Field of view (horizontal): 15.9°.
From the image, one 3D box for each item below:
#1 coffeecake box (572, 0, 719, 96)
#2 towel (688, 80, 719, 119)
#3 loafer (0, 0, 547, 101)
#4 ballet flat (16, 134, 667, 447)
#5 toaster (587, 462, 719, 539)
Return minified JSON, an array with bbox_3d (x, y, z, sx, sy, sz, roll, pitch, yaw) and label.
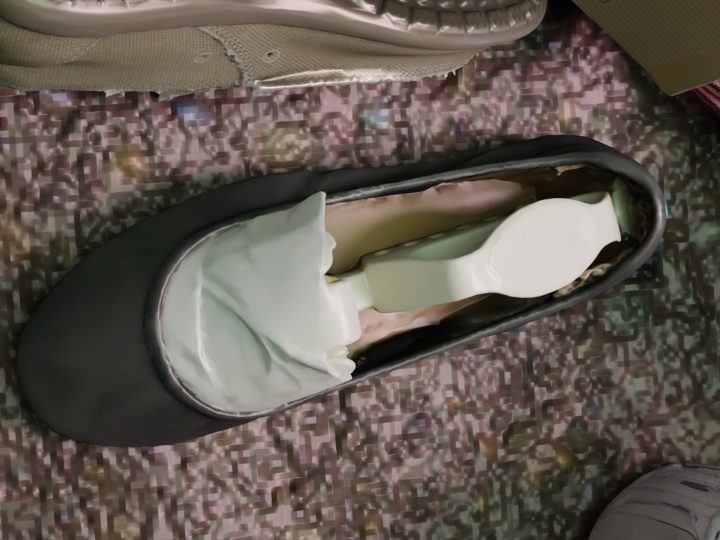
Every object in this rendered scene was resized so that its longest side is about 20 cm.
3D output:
[{"bbox_3d":[0.155,-0.158,0.729,0.073,0.153,0.200,42,66,-16],"label":"coffeecake box"},{"bbox_3d":[0.206,-0.089,0.800,0.200,0.023,0.144,-43,74,-14],"label":"towel"},{"bbox_3d":[-0.035,-0.087,0.725,0.199,0.068,0.076,-1,73,-36],"label":"loafer"},{"bbox_3d":[0.000,0.000,0.737,0.199,0.068,0.068,-19,98,-19],"label":"ballet flat"},{"bbox_3d":[0.124,0.150,0.766,0.128,0.114,0.201,18,87,-16],"label":"toaster"}]
